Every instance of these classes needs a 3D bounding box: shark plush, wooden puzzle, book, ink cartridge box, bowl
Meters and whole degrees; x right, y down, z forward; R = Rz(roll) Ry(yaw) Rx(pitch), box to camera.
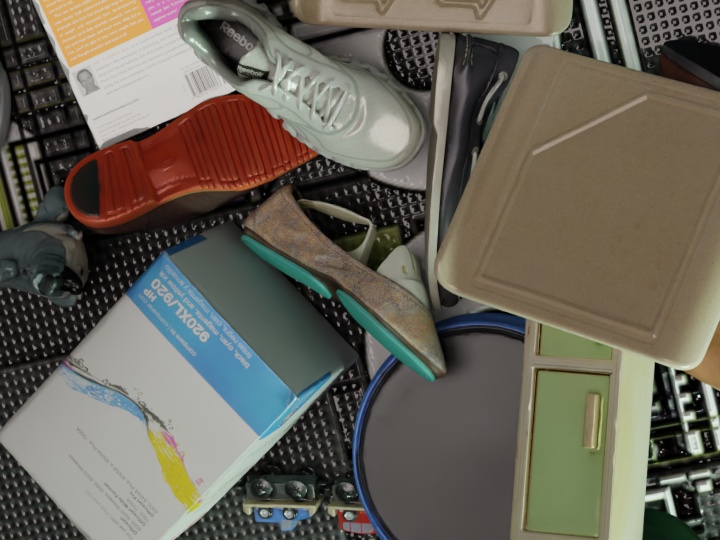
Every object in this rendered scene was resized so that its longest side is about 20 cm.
[{"bbox_3d":[-0.241,0.008,1.808,0.083,0.200,0.092,-8,112,-13],"label":"shark plush"},{"bbox_3d":[0.053,-0.262,1.730,0.198,0.046,0.187,4,102,12],"label":"wooden puzzle"},{"bbox_3d":[-0.170,-0.206,1.810,0.133,0.048,0.201,-22,94,16],"label":"book"},{"bbox_3d":[0.169,-0.044,1.655,0.199,0.037,0.186,19,80,27],"label":"wooden puzzle"},{"bbox_3d":[-0.133,0.092,1.800,0.145,0.147,0.200,46,109,5],"label":"ink cartridge box"},{"bbox_3d":[0.087,0.131,1.770,0.199,0.039,0.203,-1,86,15],"label":"bowl"}]

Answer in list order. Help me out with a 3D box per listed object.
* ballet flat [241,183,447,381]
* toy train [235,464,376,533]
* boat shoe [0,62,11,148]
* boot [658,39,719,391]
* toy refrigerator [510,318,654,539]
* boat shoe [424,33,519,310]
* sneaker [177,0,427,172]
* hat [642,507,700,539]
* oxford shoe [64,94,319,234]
[{"bbox_3d":[0.000,0.000,1.766,0.200,0.068,0.067,36,81,24],"label":"ballet flat"},{"bbox_3d":[0.003,0.173,1.835,0.198,0.034,0.046,2,113,17],"label":"toy train"},{"bbox_3d":[-0.317,-0.177,1.850,0.073,0.065,0.202,-12,96,19],"label":"boat shoe"},{"bbox_3d":[0.242,-0.038,1.715,0.188,0.069,0.201,35,117,2],"label":"boot"},{"bbox_3d":[0.153,0.089,1.692,0.075,0.070,0.202,4,87,28],"label":"toy refrigerator"},{"bbox_3d":[0.078,-0.066,1.743,0.062,0.073,0.202,2,107,-2],"label":"boat shoe"},{"bbox_3d":[-0.046,-0.132,1.739,0.199,0.081,0.076,31,99,5],"label":"sneaker"},{"bbox_3d":[0.200,0.294,1.790,0.199,0.166,0.176,-28,129,18],"label":"hat"},{"bbox_3d":[-0.116,-0.076,1.813,0.198,0.073,0.072,-15,73,4],"label":"oxford shoe"}]
